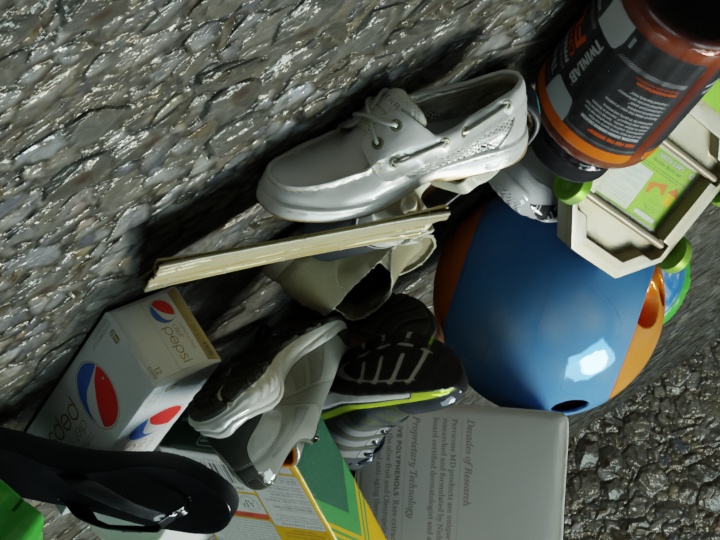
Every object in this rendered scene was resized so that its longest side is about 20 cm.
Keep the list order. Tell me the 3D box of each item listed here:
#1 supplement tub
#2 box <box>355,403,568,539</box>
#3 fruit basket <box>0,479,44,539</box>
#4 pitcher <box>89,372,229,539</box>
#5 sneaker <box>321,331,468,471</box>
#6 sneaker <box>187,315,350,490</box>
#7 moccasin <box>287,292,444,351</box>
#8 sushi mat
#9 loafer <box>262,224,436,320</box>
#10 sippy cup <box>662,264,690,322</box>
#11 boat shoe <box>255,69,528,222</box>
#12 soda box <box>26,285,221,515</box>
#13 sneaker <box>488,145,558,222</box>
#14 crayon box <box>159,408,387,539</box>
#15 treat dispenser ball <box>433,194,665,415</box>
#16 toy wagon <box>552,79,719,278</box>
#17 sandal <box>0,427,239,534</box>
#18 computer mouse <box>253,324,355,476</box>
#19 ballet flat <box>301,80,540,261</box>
[{"bbox_3d":[0.192,-0.144,1.424,0.107,0.107,0.200,-25,163,-34],"label":"supplement tub"},{"bbox_3d":[0.079,0.215,1.668,0.170,0.201,0.199,3,172,1],"label":"box"},{"bbox_3d":[-0.331,0.232,1.407,0.216,0.155,0.216,-51,173,-9],"label":"fruit basket"},{"bbox_3d":[-0.161,0.170,1.632,0.171,0.121,0.200,-40,177,26],"label":"pitcher"},{"bbox_3d":[0.004,0.104,1.493,0.199,0.081,0.074,-14,-148,39],"label":"sneaker"},{"bbox_3d":[-0.057,0.091,1.416,0.074,0.080,0.200,-22,-169,28],"label":"sneaker"},{"bbox_3d":[0.007,0.064,1.581,0.073,0.078,0.201,-28,-168,-31],"label":"moccasin"},{"bbox_3d":[-0.044,-0.015,1.319,0.199,0.012,0.096,-11,174,-12],"label":"sushi mat"},{"bbox_3d":[0.000,0.000,1.528,0.076,0.068,0.200,-43,164,30],"label":"loafer"},{"bbox_3d":[0.248,-0.014,1.959,0.139,0.179,0.130,6,165,20],"label":"sippy cup"},{"bbox_3d":[0.021,-0.090,1.309,0.199,0.071,0.070,-20,135,-24],"label":"boat shoe"},{"bbox_3d":[-0.176,0.096,1.437,0.064,0.068,0.200,-22,161,-39],"label":"soda box"},{"bbox_3d":[0.188,-0.107,1.617,0.199,0.075,0.115,-9,141,-47],"label":"sneaker"},{"bbox_3d":[-0.055,0.189,1.519,0.125,0.200,0.052,3,-136,34],"label":"crayon box"},{"bbox_3d":[0.162,0.025,1.715,0.200,0.201,0.201,-33,166,-9],"label":"treat dispenser ball"},{"bbox_3d":[0.243,-0.087,1.583,0.155,0.040,0.200,30,101,-41],"label":"toy wagon"},{"bbox_3d":[-0.184,0.160,1.409,0.076,0.199,0.043,87,15,-48],"label":"sandal"},{"bbox_3d":[-0.045,0.152,1.632,0.046,0.141,0.200,-8,131,18],"label":"computer mouse"},{"bbox_3d":[0.047,-0.066,1.410,0.200,0.073,0.073,-37,166,-1],"label":"ballet flat"}]
